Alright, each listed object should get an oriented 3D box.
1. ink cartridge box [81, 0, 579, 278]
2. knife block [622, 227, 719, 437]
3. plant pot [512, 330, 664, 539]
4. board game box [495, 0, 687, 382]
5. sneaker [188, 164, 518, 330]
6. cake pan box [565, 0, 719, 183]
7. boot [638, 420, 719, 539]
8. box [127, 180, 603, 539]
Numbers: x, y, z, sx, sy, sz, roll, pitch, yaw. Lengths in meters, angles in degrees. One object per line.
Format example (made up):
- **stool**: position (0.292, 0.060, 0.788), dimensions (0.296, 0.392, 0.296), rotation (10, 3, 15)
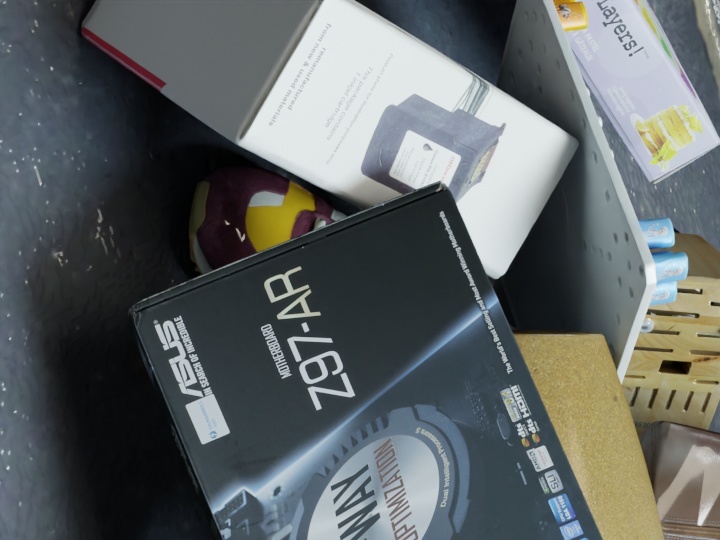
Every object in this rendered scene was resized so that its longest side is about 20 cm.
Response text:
- **ink cartridge box**: position (-0.012, -0.087, 1.358), dimensions (0.200, 0.145, 0.085), rotation (27, 97, -45)
- **knife block**: position (0.159, 0.004, 1.535), dimensions (0.200, 0.064, 0.176), rotation (101, -9, -54)
- **plant pot**: position (0.071, 0.129, 1.364), dimensions (0.186, 0.186, 0.201), rotation (2, 88, -51)
- **board game box**: position (0.110, -0.022, 1.445), dimensions (0.026, 0.200, 0.200), rotation (-9, 57, -14)
- **sneaker**: position (0.000, 0.000, 1.413), dimensions (0.200, 0.090, 0.075), rotation (32, 59, -44)
- **cake pan box**: position (0.118, -0.168, 1.556), dimensions (0.184, 0.052, 0.200), rotation (57, 9, -29)
- **boot**: position (0.209, 0.175, 1.463), dimensions (0.199, 0.064, 0.187), rotation (5, 88, -36)
- **box**: position (0.004, 0.081, 1.270), dimensions (0.160, 0.044, 0.201), rotation (-21, 79, -8)
